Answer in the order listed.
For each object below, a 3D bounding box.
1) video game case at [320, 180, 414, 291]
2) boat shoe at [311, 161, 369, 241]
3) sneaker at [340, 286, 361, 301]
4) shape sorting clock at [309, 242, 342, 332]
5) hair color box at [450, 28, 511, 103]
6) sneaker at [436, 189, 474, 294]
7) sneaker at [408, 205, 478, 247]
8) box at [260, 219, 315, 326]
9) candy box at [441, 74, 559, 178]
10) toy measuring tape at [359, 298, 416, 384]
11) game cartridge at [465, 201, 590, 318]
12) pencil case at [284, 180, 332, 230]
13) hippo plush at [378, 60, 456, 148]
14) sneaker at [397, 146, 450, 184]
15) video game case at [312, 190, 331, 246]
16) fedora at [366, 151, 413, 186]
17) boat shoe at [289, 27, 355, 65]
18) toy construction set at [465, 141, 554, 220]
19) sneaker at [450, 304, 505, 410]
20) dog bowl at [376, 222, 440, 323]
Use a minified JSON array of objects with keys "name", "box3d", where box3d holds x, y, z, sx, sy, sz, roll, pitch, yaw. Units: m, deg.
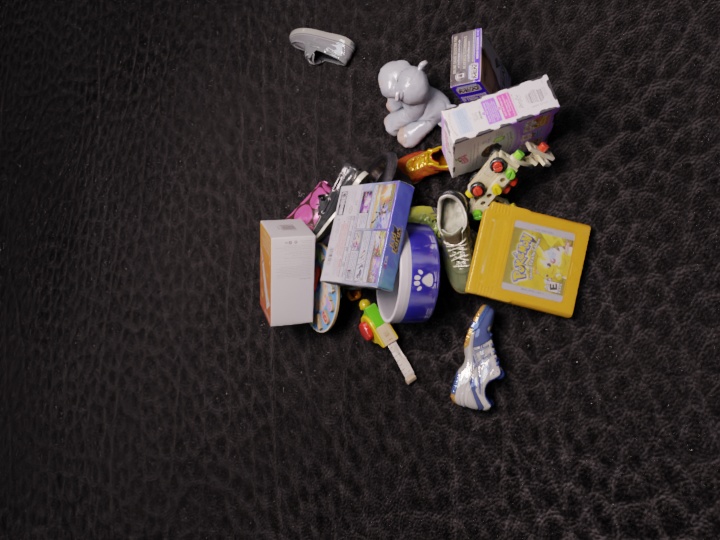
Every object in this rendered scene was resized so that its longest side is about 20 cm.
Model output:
[{"name":"video game case","box3d":[0.011,-0.066,1.177,0.181,0.045,0.201,5,80,53]},{"name":"boat shoe","box3d":[-0.061,-0.150,1.324,0.066,0.074,0.200,41,123,6]},{"name":"sneaker","box3d":[0.000,0.000,1.312,0.077,0.078,0.200,61,155,13]},{"name":"shape sorting clock","box3d":[-0.096,0.038,1.367,0.200,0.039,0.201,0,90,64]},{"name":"hair color box","box3d":[0.241,-0.371,1.209,0.065,0.200,0.110,-3,77,31]},{"name":"sneaker","box3d":[0.176,-0.054,1.153,0.067,0.090,0.201,-8,86,19]},{"name":"sneaker","box3d":[0.163,-0.090,1.267,0.199,0.076,0.076,27,95,33]},{"name":"box","box3d":[-0.161,0.002,1.338,0.124,0.097,0.201,-134,43,-61]},{"name":"candy box","box3d":[0.256,-0.266,1.157,0.199,0.168,0.072,-19,75,3]},{"name":"toy measuring tape","box3d":[0.052,0.150,1.297,0.073,0.074,0.201,-33,83,21]},{"name":"game cartridge","box3d":[0.309,-0.021,1.130,0.199,0.032,0.177,14,86,-3]},{"name":"pencil case","box3d":[-0.121,-0.116,1.417,0.200,0.091,0.094,-44,64,12]},{"name":"hippo plush","box3d":[0.106,-0.357,1.310,0.200,0.161,0.160,38,99,31]},{"name":"sneaker","box3d":[0.142,-0.235,1.312,0.199,0.077,0.073,-11,75,30]},{"name":"video game case","box3d":[-0.032,-0.127,1.426,0.199,0.019,0.144,-3,77,31]},{"name":"fedora","box3d":[0.050,-0.148,1.310,0.201,0.091,0.201,-53,23,34]},{"name":"boat shoe","box3d":[-0.107,-0.554,1.536,0.200,0.070,0.072,21,87,30]},{"name":"toy construction set","box3d":[0.279,-0.162,1.168,0.200,0.131,0.092,-58,15,24]},{"name":"sneaker","box3d":[0.240,0.168,1.175,0.088,0.075,0.201,15,93,21]},{"name":"dog bowl","box3d":[0.090,0.004,1.219,0.078,0.200,0.201,1,76,-12]}]
